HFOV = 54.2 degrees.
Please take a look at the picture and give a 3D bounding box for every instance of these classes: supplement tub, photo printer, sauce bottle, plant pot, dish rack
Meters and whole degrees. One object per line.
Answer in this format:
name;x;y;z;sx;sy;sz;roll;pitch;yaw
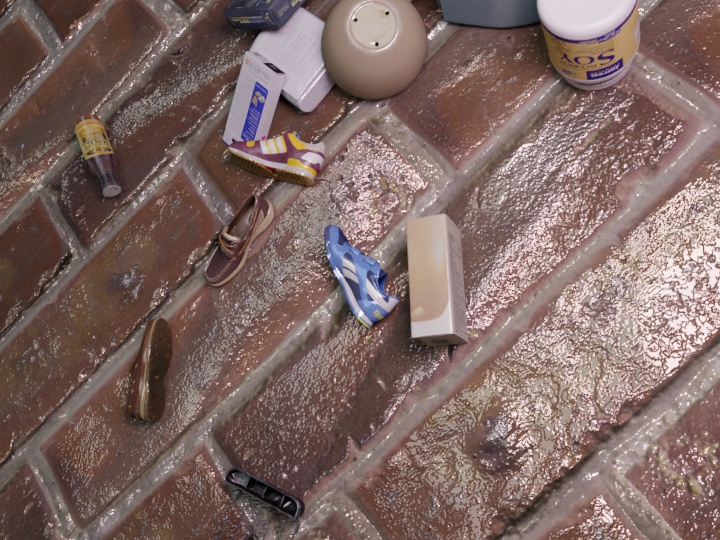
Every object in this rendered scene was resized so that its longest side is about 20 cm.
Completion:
supplement tub;0.364;-0.387;1.114;0.145;0.200;0.146;-6;74;22
photo printer;-0.127;-0.431;1.405;0.200;0.069;0.166;41;94;27
sauce bottle;-0.574;-0.252;1.551;0.066;0.066;0.200;-34;67;11
plant pot;0.261;-0.536;1.211;0.200;0.196;0.196;21;85;16
dish rack;-0.188;0.457;1.207;0.153;0.055;0.200;19;84;27
plant pot;0.025;-0.419;1.261;0.200;0.134;0.201;0;93;1

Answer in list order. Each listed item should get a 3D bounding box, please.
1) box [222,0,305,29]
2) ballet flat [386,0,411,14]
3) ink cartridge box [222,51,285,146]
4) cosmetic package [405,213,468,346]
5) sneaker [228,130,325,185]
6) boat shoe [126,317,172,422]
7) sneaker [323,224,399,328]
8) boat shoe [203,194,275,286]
box;-0.163;-0.569;1.415;0.158;0.051;0.200;16;64;43
ballet flat;0.097;-0.569;1.344;0.067;0.068;0.200;15;105;-15
ink cartridge box;-0.215;-0.323;1.405;0.095;0.037;0.200;42;124;26
cosmetic package;0.126;0.018;1.162;0.071;0.105;0.200;-8;72;21
sneaker;-0.161;-0.231;1.372;0.200;0.075;0.090;20;76;20
boat shoe;-0.415;0.190;1.362;0.068;0.072;0.200;1;79;21
sneaker;0.000;0.000;1.240;0.082;0.074;0.200;-30;74;11
boat shoe;-0.246;-0.061;1.356;0.072;0.072;0.200;40;94;26
